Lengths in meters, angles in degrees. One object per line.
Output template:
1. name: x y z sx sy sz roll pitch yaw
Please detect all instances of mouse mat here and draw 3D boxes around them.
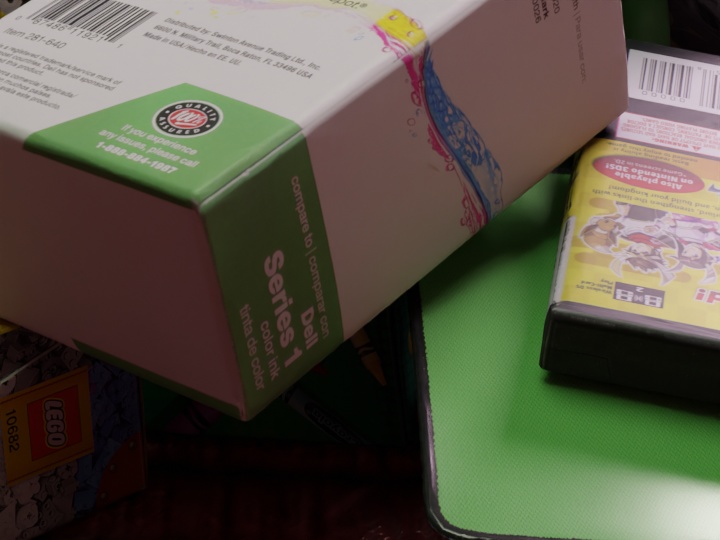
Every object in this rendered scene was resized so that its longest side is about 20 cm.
1. mouse mat: 0.094 0.025 0.791 0.160 0.008 0.200 5 35 -6

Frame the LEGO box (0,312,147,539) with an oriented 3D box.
1. LEGO box: -0.194 0.036 0.863 0.148 0.078 0.199 -21 29 -38

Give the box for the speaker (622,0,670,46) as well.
1. speaker: 0.017 -0.089 0.981 0.199 0.089 0.088 0 21 23

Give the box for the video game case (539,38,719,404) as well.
1. video game case: 0.167 -0.008 0.824 0.199 0.026 0.181 11 34 4

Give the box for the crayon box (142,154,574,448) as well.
1. crayon box: 0.000 0.000 0.951 0.118 0.059 0.200 2 21 25

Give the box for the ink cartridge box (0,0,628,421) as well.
1. ink cartridge box: -0.027 -0.056 0.810 0.144 0.084 0.200 19 44 38

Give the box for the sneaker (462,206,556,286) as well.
1. sneaker: 0.103 0.006 0.896 0.082 0.078 0.200 23 34 27

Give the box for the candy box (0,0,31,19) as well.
1. candy box: -0.183 -0.095 0.855 0.199 0.169 0.072 -7 23 -13

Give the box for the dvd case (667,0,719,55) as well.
1. dvd case: 0.151 -0.101 0.998 0.148 0.200 0.016 0 60 57
